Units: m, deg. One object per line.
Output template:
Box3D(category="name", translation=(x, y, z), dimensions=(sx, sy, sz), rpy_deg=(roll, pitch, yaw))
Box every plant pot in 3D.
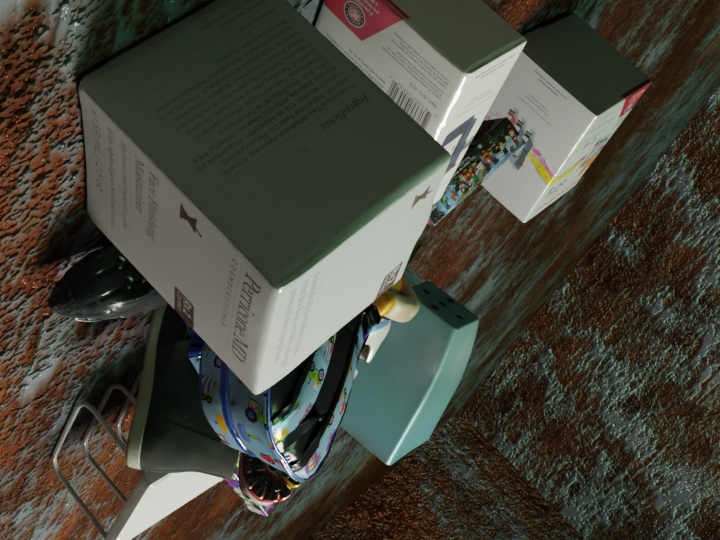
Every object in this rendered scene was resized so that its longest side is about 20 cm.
Box3D(category="plant pot", translation=(0.060, 0.123, 1.404), dimensions=(0.201, 0.141, 0.141), rpy_deg=(-60, 161, 20))

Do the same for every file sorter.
Box3D(category="file sorter", translation=(-0.215, 0.181, 1.141), dimensions=(0.199, 0.125, 0.139), rpy_deg=(-27, 158, -49))

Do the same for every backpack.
Box3D(category="backpack", translation=(-0.075, 0.068, 0.882), dimensions=(0.183, 0.133, 0.201), rpy_deg=(69, 28, -52))

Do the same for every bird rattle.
Box3D(category="bird rattle", translation=(0.000, 0.000, 1.193), dimensions=(0.113, 0.163, 0.200), rpy_deg=(-43, 161, 5))

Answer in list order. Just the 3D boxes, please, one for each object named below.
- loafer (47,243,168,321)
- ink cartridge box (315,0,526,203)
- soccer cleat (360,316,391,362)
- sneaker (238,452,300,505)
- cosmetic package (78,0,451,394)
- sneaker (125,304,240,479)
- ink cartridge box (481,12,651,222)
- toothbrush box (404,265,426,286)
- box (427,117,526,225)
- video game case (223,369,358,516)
Box3D(category="loafer", translation=(-0.185, 0.001, 0.887), dimensions=(0.070, 0.069, 0.200), rpy_deg=(-18, -178, 24))
Box3D(category="ink cartridge box", translation=(0.027, -0.151, 0.883), dimensions=(0.084, 0.145, 0.201), rpy_deg=(-34, 161, -37))
Box3D(category="soccer cleat", translation=(-0.050, 0.059, 1.204), dimensions=(0.199, 0.070, 0.087), rpy_deg=(16, 100, -33))
Box3D(category="sneaker", translation=(-0.082, 0.137, 1.044), dimensions=(0.082, 0.077, 0.201), rpy_deg=(131, -20, -60))
Box3D(category="cosmetic package", translation=(-0.073, -0.059, 0.748), dimensions=(0.165, 0.200, 0.165), rpy_deg=(-37, 163, -27))
Box3D(category="sneaker", translation=(-0.147, 0.092, 0.981), dimensions=(0.075, 0.105, 0.202), rpy_deg=(121, -21, -81))
Box3D(category="ink cartridge box", translation=(0.239, -0.195, 1.346), dimensions=(0.145, 0.145, 0.200), rpy_deg=(-33, 162, -40))
Box3D(category="toothbrush box", translation=(0.023, 0.061, 1.550), dimensions=(0.147, 0.085, 0.200), rpy_deg=(-49, 164, 10))
Box3D(category="box", translation=(0.090, -0.111, 1.189), dimensions=(0.136, 0.038, 0.200), rpy_deg=(-41, -167, -9))
Box3D(category="video game case", translation=(-0.092, 0.129, 1.108), dimensions=(0.201, 0.036, 0.182), rpy_deg=(-56, 139, -27))
